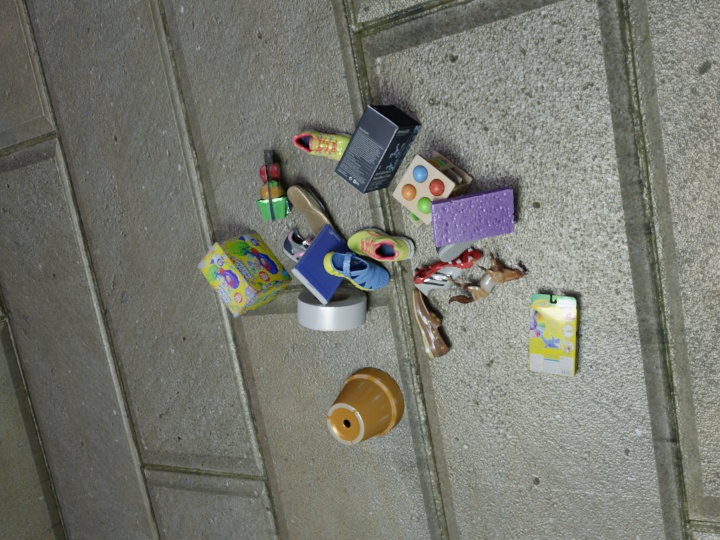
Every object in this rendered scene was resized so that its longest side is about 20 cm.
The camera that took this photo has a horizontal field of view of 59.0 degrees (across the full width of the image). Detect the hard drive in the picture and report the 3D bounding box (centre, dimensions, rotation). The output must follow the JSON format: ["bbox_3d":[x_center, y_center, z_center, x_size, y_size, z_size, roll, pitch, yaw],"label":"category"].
[{"bbox_3d":[-0.096,-0.020,1.763,0.132,0.201,0.025,46,136,-16],"label":"hard drive"}]

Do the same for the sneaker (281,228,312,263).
[{"bbox_3d":[-0.147,-0.048,1.884,0.199,0.070,0.083,31,119,18],"label":"sneaker"}]

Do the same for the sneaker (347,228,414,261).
[{"bbox_3d":[0.043,-0.067,1.747,0.198,0.090,0.079,7,108,30],"label":"sneaker"}]

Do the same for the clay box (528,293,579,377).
[{"bbox_3d":[0.481,0.155,1.580,0.114,0.047,0.202,6,104,29],"label":"clay box"}]

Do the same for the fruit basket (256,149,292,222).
[{"bbox_3d":[-0.250,-0.249,1.844,0.093,0.185,0.202,-1,100,-1],"label":"fruit basket"}]

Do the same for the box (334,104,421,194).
[{"bbox_3d":[0.046,-0.317,1.656,0.107,0.148,0.201,38,119,16],"label":"box"}]

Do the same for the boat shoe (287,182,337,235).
[{"bbox_3d":[-0.130,-0.172,1.845,0.200,0.065,0.072,49,131,-10],"label":"boat shoe"}]

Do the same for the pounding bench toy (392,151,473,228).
[{"bbox_3d":[0.163,-0.181,1.617,0.124,0.156,0.201,40,119,15],"label":"pounding bench toy"}]

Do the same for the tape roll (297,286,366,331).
[{"bbox_3d":[-0.080,0.106,1.808,0.201,0.202,0.072,8,106,28],"label":"tape roll"}]

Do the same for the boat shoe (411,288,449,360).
[{"bbox_3d":[0.190,0.141,1.741,0.067,0.072,0.202,-17,89,12],"label":"boat shoe"}]

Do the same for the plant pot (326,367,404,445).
[{"bbox_3d":[0.000,0.409,1.847,0.198,0.183,0.203,8,107,28],"label":"plant pot"}]

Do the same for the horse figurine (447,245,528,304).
[{"bbox_3d":[0.312,0.025,1.627,0.132,0.050,0.200,32,119,-22],"label":"horse figurine"}]

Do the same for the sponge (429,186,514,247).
[{"bbox_3d":[0.271,-0.129,1.534,0.198,0.030,0.113,-11,114,-2],"label":"sponge"}]

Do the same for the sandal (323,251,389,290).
[{"bbox_3d":[0.000,0.000,1.747,0.087,0.198,0.080,-18,59,56],"label":"sandal"}]

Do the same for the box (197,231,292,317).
[{"bbox_3d":[-0.352,0.009,1.946,0.200,0.192,0.122,51,121,9],"label":"box"}]

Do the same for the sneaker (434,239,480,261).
[{"bbox_3d":[0.271,-0.110,1.615,0.199,0.078,0.080,-34,51,15],"label":"sneaker"}]

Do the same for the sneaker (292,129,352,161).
[{"bbox_3d":[-0.103,-0.347,1.770,0.198,0.090,0.079,12,107,26],"label":"sneaker"}]

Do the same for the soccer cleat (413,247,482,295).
[{"bbox_3d":[0.235,0.005,1.681,0.198,0.069,0.085,-24,122,20],"label":"soccer cleat"}]
